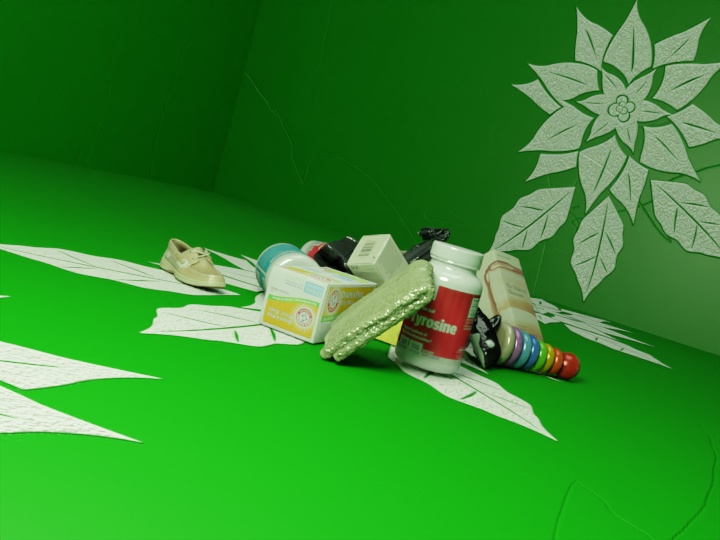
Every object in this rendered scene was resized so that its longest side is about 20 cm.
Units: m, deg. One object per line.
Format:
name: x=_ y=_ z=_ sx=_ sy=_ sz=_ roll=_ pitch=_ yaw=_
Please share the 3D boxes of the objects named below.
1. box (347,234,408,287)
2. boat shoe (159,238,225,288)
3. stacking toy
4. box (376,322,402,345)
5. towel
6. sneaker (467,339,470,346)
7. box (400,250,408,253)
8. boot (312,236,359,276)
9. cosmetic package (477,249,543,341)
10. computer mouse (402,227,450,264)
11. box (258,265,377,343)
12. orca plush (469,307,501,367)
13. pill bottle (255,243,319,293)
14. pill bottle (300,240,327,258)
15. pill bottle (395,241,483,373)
box: x=0.059 y=0.028 z=1.533 sx=0.068 sy=0.082 sz=0.200 roll=-1 pitch=-46 yaw=38
boat shoe: x=-0.318 y=-0.014 z=1.532 sx=0.072 sy=0.065 sz=0.200 roll=10 pitch=8 yaw=-41
stacking toy: x=0.347 y=0.166 z=1.585 sx=0.199 sy=0.086 sz=0.085 roll=18 pitch=5 yaw=-21
box: x=0.050 y=0.103 z=1.493 sx=0.199 sy=0.050 sz=0.075 roll=18 pitch=7 yaw=20
towel: x=0.028 y=0.060 z=1.234 sx=0.037 sy=0.200 sz=0.148 roll=54 pitch=12 yaw=-13
sneaker: x=0.157 y=0.120 z=1.610 sx=0.077 sy=0.076 sz=0.200 roll=46 pitch=-4 yaw=-11
box: x=0.187 y=0.008 z=2.488 sx=0.175 sy=0.097 sz=0.200 roll=18 pitch=6 yaw=17
boot: x=-0.001 y=0.000 z=1.591 sx=0.165 sy=0.066 sz=0.200 roll=35 pitch=10 yaw=4
cosmetic package: x=0.302 y=0.069 z=1.697 sx=0.103 sy=0.201 sz=0.087 roll=15 pitch=-37 yaw=-44
computer mouse: x=0.105 y=-0.020 z=1.742 sx=0.053 sy=0.200 sz=0.138 roll=36 pitch=-5 yaw=-15
box: x=-0.069 y=0.055 z=1.379 sx=0.112 sy=0.102 sz=0.200 roll=18 pitch=6 yaw=24
orca plush: x=0.241 y=0.109 z=1.564 sx=0.071 sy=0.106 sz=0.200 roll=-19 pitch=22 yaw=-1
pill bottle: x=-0.144 y=0.008 z=1.570 sx=0.110 sy=0.111 sz=0.200 roll=14 pitch=7 yaw=-18
pill bottle: x=-0.037 y=0.003 z=1.802 sx=0.199 sy=0.113 sz=0.112 roll=12 pitch=4 yaw=27
pill bottle: x=0.135 y=0.059 z=1.333 sx=0.112 sy=0.201 sz=0.112 roll=15 pitch=6 yaw=-2
